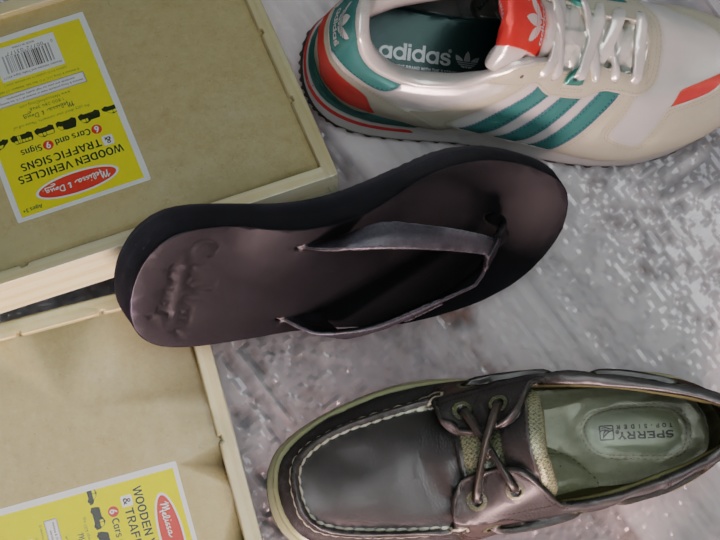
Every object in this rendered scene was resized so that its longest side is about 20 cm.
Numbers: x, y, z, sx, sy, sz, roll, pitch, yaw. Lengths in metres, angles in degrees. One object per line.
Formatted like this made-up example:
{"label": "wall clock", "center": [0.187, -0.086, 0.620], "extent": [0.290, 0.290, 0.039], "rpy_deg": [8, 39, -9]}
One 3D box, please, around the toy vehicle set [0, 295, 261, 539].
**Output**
{"label": "toy vehicle set", "center": [-0.104, 0.114, 0.858], "extent": [0.124, 0.027, 0.200], "rpy_deg": [-14, 84, -11]}

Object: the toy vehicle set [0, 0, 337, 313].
{"label": "toy vehicle set", "center": [-0.124, -0.055, 0.870], "extent": [0.200, 0.027, 0.124], "rpy_deg": [-18, 67, -11]}

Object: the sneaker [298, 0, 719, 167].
{"label": "sneaker", "center": [0.077, -0.088, 0.892], "extent": [0.199, 0.093, 0.070], "rpy_deg": [3, 81, -8]}

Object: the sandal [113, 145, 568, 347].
{"label": "sandal", "center": [0.000, 0.001, 0.860], "extent": [0.200, 0.076, 0.043], "rpy_deg": [-13, 39, -26]}

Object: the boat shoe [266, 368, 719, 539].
{"label": "boat shoe", "center": [0.063, 0.072, 0.871], "extent": [0.200, 0.066, 0.072], "rpy_deg": [-7, 78, -18]}
